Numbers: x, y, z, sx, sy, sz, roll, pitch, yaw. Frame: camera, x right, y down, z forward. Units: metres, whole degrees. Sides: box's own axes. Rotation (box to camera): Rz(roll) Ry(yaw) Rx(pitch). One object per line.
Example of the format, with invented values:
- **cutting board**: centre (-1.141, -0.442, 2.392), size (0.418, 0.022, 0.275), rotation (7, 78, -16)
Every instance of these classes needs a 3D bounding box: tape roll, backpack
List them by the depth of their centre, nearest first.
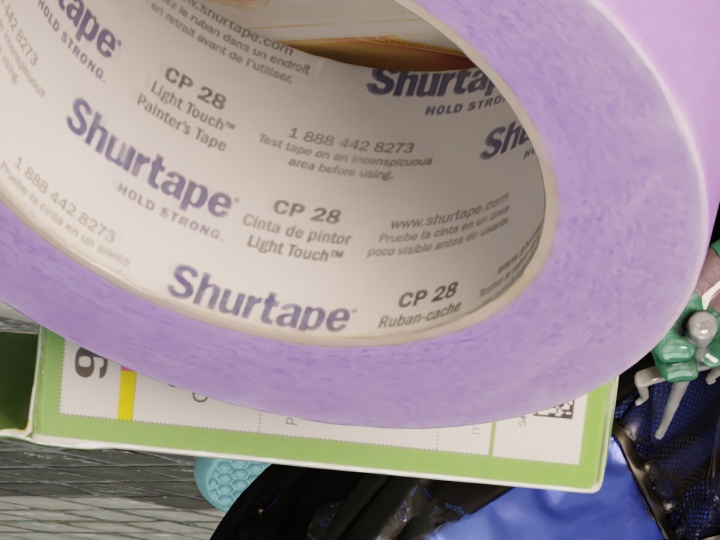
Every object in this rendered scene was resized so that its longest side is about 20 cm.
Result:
- **tape roll**: centre (-0.014, -0.057, 0.634), size (0.199, 0.085, 0.200), rotation (12, 145, 9)
- **backpack**: centre (0.059, 0.110, 1.006), size (0.200, 0.168, 0.162), rotation (-29, -174, -37)

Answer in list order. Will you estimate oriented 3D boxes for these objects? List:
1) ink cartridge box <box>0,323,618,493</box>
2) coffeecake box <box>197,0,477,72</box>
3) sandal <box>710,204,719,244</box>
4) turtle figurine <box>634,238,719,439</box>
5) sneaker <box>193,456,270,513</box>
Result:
- **ink cartridge box**: centre (-0.034, 0.008, 0.775), size (0.199, 0.060, 0.104), rotation (5, -165, -1)
- **coffeecake box**: centre (0.017, -0.072, 0.786), size (0.199, 0.073, 0.153), rotation (-1, 167, 26)
- **sandal**: centre (0.123, -0.013, 0.943), size (0.199, 0.045, 0.075), rotation (26, 130, -1)
- **turtle figurine**: centre (0.154, 0.008, 0.844), size (0.149, 0.101, 0.200), rotation (9, 178, -20)
- **sneaker**: centre (0.000, -0.002, 1.179), size (0.079, 0.131, 0.200), rotation (30, 126, -26)
